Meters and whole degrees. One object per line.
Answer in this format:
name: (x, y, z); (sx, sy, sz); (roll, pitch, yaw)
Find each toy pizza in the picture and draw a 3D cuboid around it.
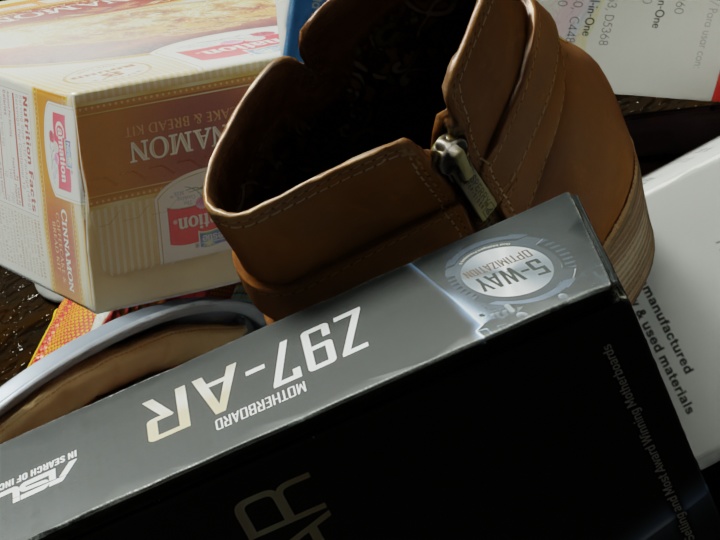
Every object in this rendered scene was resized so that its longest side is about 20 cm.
toy pizza: (-0.098, 0.089, 0.762); (0.200, 0.200, 0.032); (-37, 69, -21)

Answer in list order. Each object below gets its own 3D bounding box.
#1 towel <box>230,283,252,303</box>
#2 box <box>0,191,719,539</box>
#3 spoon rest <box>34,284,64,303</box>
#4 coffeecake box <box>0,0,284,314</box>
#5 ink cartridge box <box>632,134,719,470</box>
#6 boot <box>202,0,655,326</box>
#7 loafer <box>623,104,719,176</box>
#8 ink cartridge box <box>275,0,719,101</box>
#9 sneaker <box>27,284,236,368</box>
towel: (0.000, 0.000, 0.880); (0.146, 0.022, 0.201); (-2, 58, 49)
box: (0.017, 0.099, 0.558); (0.160, 0.200, 0.044); (-23, 31, 4)
spoon rest: (-0.097, -0.057, 1.157); (0.099, 0.061, 0.200); (-5, 46, 40)
coffeecake box: (-0.070, -0.053, 0.815); (0.153, 0.073, 0.200); (-13, 18, -29)
ink cartridge box: (0.160, -0.020, 0.733); (0.199, 0.084, 0.145); (-27, 0, -2)
boot: (0.001, 0.025, 0.575); (0.077, 0.155, 0.200); (35, 82, 30)
loafer: (0.088, -0.026, 0.896); (0.072, 0.063, 0.200); (-9, 2, -29)
ink cartridge box: (0.073, -0.114, 0.751); (0.199, 0.067, 0.116); (4, 36, -8)
sneaker: (-0.093, 0.003, 1.007); (0.077, 0.073, 0.200); (-20, 21, 36)
